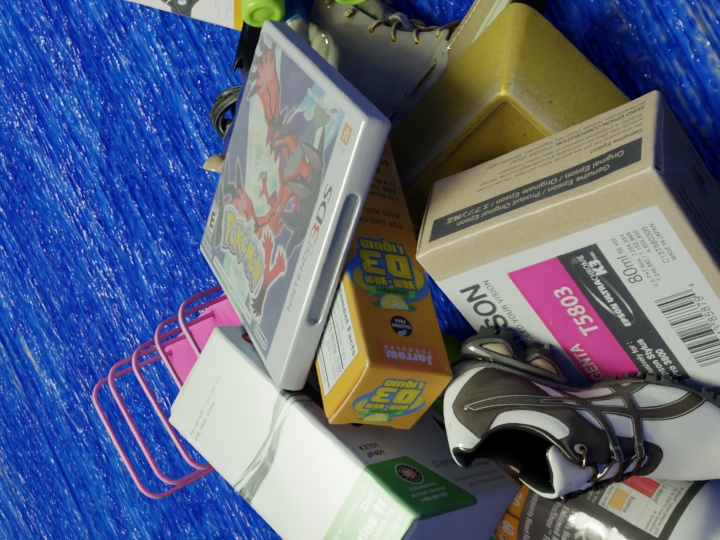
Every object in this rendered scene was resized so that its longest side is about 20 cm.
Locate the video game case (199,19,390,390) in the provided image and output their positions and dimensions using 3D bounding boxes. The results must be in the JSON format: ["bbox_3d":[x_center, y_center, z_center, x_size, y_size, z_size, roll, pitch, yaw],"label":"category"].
[{"bbox_3d":[-0.053,-0.051,0.778,0.200,0.023,0.184,52,128,55],"label":"video game case"}]

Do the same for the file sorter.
[{"bbox_3d":[-0.142,0.108,1.082,0.200,0.125,0.140,-39,79,43],"label":"file sorter"}]

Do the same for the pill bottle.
[{"bbox_3d":[0.190,0.177,0.807,0.199,0.116,0.118,26,122,34],"label":"pill bottle"}]

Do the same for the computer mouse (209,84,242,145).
[{"bbox_3d":[-0.051,-0.081,0.985,0.138,0.052,0.203,-29,74,44],"label":"computer mouse"}]

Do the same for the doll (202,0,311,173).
[{"bbox_3d":[-0.072,-0.170,0.898,0.136,0.048,0.203,21,99,65],"label":"doll"}]

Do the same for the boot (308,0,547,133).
[{"bbox_3d":[0.038,-0.173,0.852,0.155,0.072,0.201,50,132,21],"label":"boot"}]

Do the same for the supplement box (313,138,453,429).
[{"bbox_3d":[0.000,0.000,0.758,0.069,0.066,0.202,-52,40,44],"label":"supplement box"}]

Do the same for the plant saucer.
[{"bbox_3d":[0.112,-0.045,0.793,0.200,0.049,0.200,41,133,-6],"label":"plant saucer"}]

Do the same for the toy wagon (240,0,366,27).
[{"bbox_3d":[-0.069,-0.256,0.852,0.197,0.040,0.157,-12,68,9],"label":"toy wagon"}]

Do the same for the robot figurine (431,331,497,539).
[{"bbox_3d":[0.052,0.137,0.916,0.174,0.115,0.203,-18,89,36],"label":"robot figurine"}]

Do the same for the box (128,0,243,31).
[{"bbox_3d":[-0.152,-0.284,1.006,0.199,0.041,0.121,24,121,37],"label":"box"}]

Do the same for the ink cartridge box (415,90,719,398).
[{"bbox_3d":[0.156,0.009,0.725,0.163,0.076,0.200,-22,124,33],"label":"ink cartridge box"}]

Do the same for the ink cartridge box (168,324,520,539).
[{"bbox_3d":[-0.012,0.124,0.795,0.199,0.146,0.084,38,109,28],"label":"ink cartridge box"}]

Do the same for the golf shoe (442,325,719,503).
[{"bbox_3d":[0.143,0.108,0.706,0.197,0.095,0.078,14,136,4],"label":"golf shoe"}]
